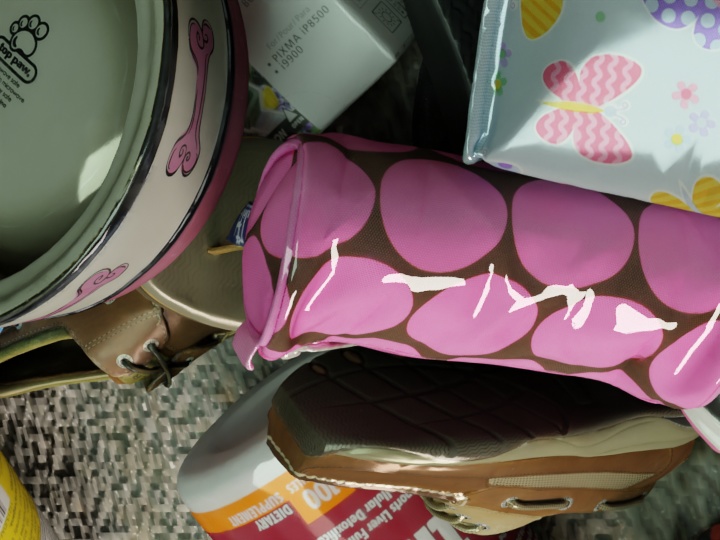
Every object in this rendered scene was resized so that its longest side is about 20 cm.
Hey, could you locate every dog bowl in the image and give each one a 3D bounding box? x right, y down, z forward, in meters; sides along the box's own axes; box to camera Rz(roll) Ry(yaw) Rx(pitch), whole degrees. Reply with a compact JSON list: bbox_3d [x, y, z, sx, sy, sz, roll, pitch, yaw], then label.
[{"bbox_3d":[-0.128,-0.071,1.050,0.200,0.074,0.200,-6,79,36],"label":"dog bowl"}]

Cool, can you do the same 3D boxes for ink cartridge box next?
[{"bbox_3d":[-0.081,-0.132,1.117,0.200,0.050,0.109,44,124,-7],"label":"ink cartridge box"}]

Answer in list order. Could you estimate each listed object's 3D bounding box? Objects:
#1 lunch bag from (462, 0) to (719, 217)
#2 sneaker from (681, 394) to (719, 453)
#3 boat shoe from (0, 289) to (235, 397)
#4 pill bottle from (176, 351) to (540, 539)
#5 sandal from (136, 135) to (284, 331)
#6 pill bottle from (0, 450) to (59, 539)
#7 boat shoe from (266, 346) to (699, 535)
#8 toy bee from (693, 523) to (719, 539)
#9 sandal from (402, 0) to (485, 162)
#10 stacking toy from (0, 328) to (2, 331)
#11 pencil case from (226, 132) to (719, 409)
[{"bbox_3d":[0.137,-0.122,0.990,0.170,0.127,0.200,14,101,13],"label":"lunch bag"},{"bbox_3d":[0.225,0.054,1.088,0.200,0.074,0.087,21,123,4],"label":"sneaker"},{"bbox_3d":[-0.091,0.021,1.182,0.200,0.068,0.072,-7,151,33],"label":"boat shoe"},{"bbox_3d":[0.021,0.133,1.185,0.113,0.113,0.200,-31,103,32],"label":"pill bottle"},{"bbox_3d":[0.000,0.000,1.102,0.200,0.054,0.080,20,85,-26],"label":"sandal"},{"bbox_3d":[-0.193,0.140,1.248,0.113,0.113,0.200,-1,141,22],"label":"pill bottle"},{"bbox_3d":[0.054,0.074,1.103,0.200,0.076,0.074,0,124,-31],"label":"boat shoe"},{"bbox_3d":[0.115,0.196,1.130,0.131,0.200,0.109,50,125,2],"label":"toy bee"},{"bbox_3d":[0.049,-0.071,1.098,0.048,0.075,0.200,4,114,49],"label":"sandal"},{"bbox_3d":[-0.229,-0.046,1.134,0.116,0.110,0.200,7,155,41],"label":"stacking toy"},{"bbox_3d":[0.053,0.005,1.034,0.200,0.091,0.094,9,108,-15],"label":"pencil case"}]
